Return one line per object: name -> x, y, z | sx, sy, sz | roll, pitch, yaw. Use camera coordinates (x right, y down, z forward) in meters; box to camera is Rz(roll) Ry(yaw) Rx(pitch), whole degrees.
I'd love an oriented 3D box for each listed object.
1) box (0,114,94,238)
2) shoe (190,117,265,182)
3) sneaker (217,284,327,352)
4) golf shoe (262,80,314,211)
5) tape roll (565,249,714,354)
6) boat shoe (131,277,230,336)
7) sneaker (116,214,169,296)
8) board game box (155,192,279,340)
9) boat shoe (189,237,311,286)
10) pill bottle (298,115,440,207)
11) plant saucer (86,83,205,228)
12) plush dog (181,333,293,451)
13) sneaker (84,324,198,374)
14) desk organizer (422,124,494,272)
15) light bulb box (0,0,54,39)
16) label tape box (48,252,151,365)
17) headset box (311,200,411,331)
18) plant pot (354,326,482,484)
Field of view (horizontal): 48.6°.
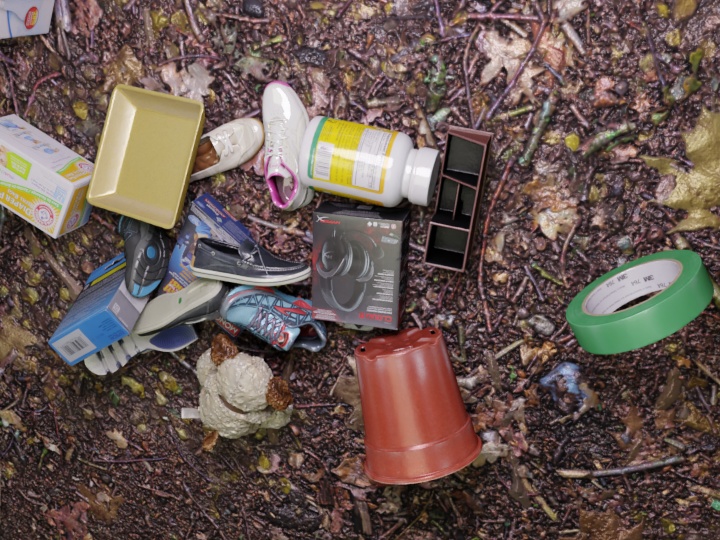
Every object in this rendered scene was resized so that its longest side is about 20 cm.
box -> -0.558, -0.162, 1.365 | 0.198, 0.101, 0.113 | 31, 114, 3
shoe -> -0.241, -0.187, 1.294 | 0.198, 0.053, 0.071 | -23, 102, 22
sneaker -> -0.133, 0.081, 1.289 | 0.197, 0.096, 0.080 | 14, 121, -32
golf shoe -> -0.118, -0.190, 1.239 | 0.074, 0.092, 0.203 | -5, 107, 19
tape roll -> 0.389, 0.043, 1.120 | 0.198, 0.201, 0.049 | -26, 102, 22
boat shoe -> -0.297, 0.072, 1.328 | 0.197, 0.073, 0.068 | -22, 134, 21
sneaker -> -0.368, -0.052, 1.339 | 0.081, 0.073, 0.204 | -4, 69, 25
board game box -> -0.253, 0.011, 1.365 | 0.200, 0.062, 0.200 | 42, 116, -2
boat shoe -> -0.175, -0.016, 1.263 | 0.196, 0.075, 0.063 | 8, 104, 8
pill bottle -> 0.015, -0.160, 1.200 | 0.197, 0.113, 0.115 | 13, 113, 11
plant saucer -> -0.335, -0.183, 1.281 | 0.197, 0.048, 0.203 | 17, 93, 28
plush dog -> -0.208, 0.207, 1.355 | 0.199, 0.161, 0.173 | 34, 131, 3
sneaker -> -0.397, 0.110, 1.434 | 0.196, 0.115, 0.082 | -19, 108, -9
desk organizer -> 0.146, -0.107, 1.201 | 0.070, 0.077, 0.203 | 12, 112, 11
light bulb box -> -0.556, -0.467, 1.201 | 0.123, 0.200, 0.200 | 26, 114, 3
label tape box -> -0.430, 0.052, 1.366 | 0.143, 0.201, 0.064 | -27, 118, 23
headset box -> 0.000, 0.000, 1.282 | 0.146, 0.077, 0.204 | 7, 110, 13
plant pot -> 0.080, 0.206, 1.280 | 0.197, 0.201, 0.199 | -11, 99, 19
